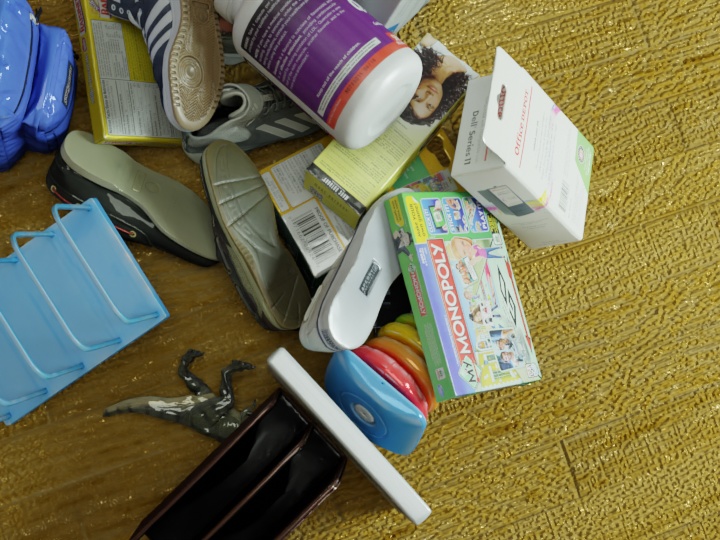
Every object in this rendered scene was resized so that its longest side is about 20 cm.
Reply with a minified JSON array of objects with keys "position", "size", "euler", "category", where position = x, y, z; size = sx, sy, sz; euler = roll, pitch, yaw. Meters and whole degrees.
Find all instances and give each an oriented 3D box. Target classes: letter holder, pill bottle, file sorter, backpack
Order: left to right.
[{"position":[-0.362,-0.196,1.137],"size":[0.166,0.200,0.164],"euler":[3,80,-6],"category":"backpack"},{"position":[-0.313,0.043,1.116],"size":[0.199,0.123,0.139],"euler":[-34,87,7],"category":"file sorter"},{"position":[-0.118,0.223,1.104],"size":[0.200,0.142,0.101],"euler":[-44,91,3],"category":"letter holder"},{"position":[-0.044,-0.217,1.133],"size":[0.200,0.113,0.112],"euler":[42,78,11],"category":"pill bottle"}]

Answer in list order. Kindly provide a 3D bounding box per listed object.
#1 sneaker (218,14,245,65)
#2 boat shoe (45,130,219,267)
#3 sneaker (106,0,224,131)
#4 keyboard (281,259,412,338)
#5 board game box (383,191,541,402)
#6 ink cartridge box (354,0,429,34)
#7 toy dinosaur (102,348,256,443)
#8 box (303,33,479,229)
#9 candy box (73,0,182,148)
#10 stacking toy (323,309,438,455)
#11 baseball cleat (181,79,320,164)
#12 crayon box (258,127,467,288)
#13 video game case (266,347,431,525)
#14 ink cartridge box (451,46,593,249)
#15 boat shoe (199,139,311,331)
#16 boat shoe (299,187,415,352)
[{"position":[-0.091,-0.257,1.243],"size":[0.198,0.079,0.075],"euler":[-6,79,-10],"category":"sneaker"},{"position":[-0.225,-0.063,1.206],"size":[0.200,0.063,0.074],"euler":[32,37,-13],"category":"boat shoe"},{"position":[-0.197,-0.229,1.174],"size":[0.070,0.108,0.202],"euler":[7,78,-50],"category":"sneaker"},{"position":[0.014,0.049,1.237],"size":[0.198,0.021,0.128],"euler":[-1,76,-6],"category":"keyboard"},{"position":[0.102,0.021,1.162],"size":[0.134,0.029,0.202],"euler":[-5,76,-45],"category":"board game box"},{"position":[0.048,-0.324,1.209],"size":[0.084,0.145,0.200],"euler":[41,59,1],"category":"ink cartridge box"},{"position":[-0.154,0.129,1.191],"size":[0.198,0.047,0.089],"euler":[14,86,-1],"category":"toy dinosaur"},{"position":[0.031,-0.143,1.199],"size":[0.075,0.050,0.200],"euler":[38,75,4],"category":"box"},{"position":[-0.241,-0.227,1.220],"size":[0.102,0.026,0.202],"euler":[-2,79,-42],"category":"candy box"},{"position":[0.063,0.075,1.184],"size":[0.116,0.110,0.200],"euler":[39,63,10],"category":"stacking toy"},{"position":[-0.090,-0.168,1.214],"size":[0.199,0.107,0.070],"euler":[-31,81,-13],"category":"baseball cleat"},{"position":[0.005,-0.086,1.234],"size":[0.199,0.052,0.126],"euler":[-29,81,-13],"category":"crayon box"},{"position":[-0.017,0.157,1.131],"size":[0.024,0.182,0.200],"euler":[-42,88,-7],"category":"video game case"},{"position":[0.156,-0.120,1.189],"size":[0.200,0.067,0.118],"euler":[37,56,-43],"category":"ink cartridge box"},{"position":[-0.118,-0.029,1.185],"size":[0.072,0.066,0.202],"euler":[-28,95,-44],"category":"boat shoe"},{"position":[0.000,0.000,1.153],"size":[0.071,0.070,0.201],"euler":[45,54,-25],"category":"boat shoe"}]
